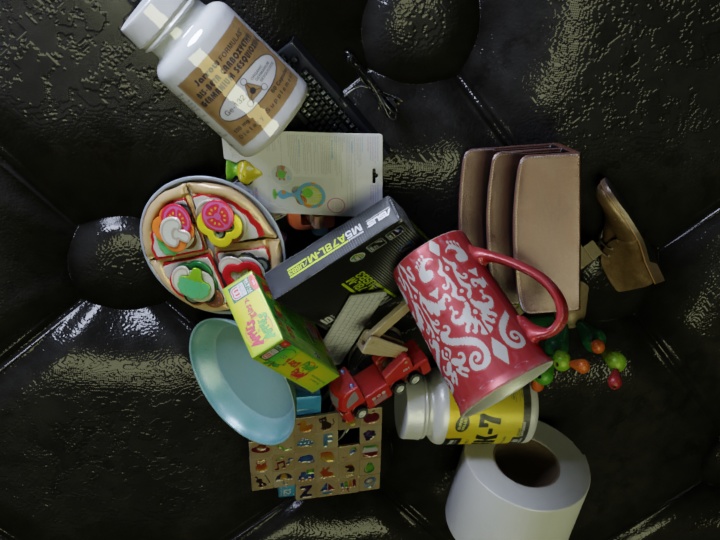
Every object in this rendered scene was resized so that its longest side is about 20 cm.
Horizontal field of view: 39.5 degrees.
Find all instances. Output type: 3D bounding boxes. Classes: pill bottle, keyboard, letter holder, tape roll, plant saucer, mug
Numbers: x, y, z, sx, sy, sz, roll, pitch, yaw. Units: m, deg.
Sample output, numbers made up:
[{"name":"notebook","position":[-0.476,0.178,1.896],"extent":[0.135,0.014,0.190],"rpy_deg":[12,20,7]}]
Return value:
[{"name":"pill bottle","position":[-0.164,-0.234,1.127],"extent":[0.114,0.115,0.200],"rpy_deg":[-41,113,18]},{"name":"keyboard","position":[-0.028,-0.205,1.234],"extent":[0.126,0.021,0.200],"rpy_deg":[-36,123,15]},{"name":"letter holder","position":[0.203,-0.054,1.292],"extent":[0.139,0.101,0.204],"rpy_deg":[-4,104,-5]},{"name":"pill bottle","position":[0.154,0.200,1.488],"extent":[0.196,0.115,0.116],"rpy_deg":[1,125,-10]},{"name":"tape roll","position":[0.240,0.343,1.548],"extent":[0.199,0.204,0.141],"rpy_deg":[4,124,-13]},{"name":"plant saucer","position":[-0.155,0.147,1.387],"extent":[0.036,0.198,0.203],"rpy_deg":[-37,139,-41]},{"name":"keyboard","position":[-0.022,0.084,1.387],"extent":[0.056,0.011,0.201],"rpy_deg":[-12,152,-29]},{"name":"mug","position":[0.151,0.053,1.257],"extent":[0.176,0.202,0.134],"rpy_deg":[-29,164,-7]}]

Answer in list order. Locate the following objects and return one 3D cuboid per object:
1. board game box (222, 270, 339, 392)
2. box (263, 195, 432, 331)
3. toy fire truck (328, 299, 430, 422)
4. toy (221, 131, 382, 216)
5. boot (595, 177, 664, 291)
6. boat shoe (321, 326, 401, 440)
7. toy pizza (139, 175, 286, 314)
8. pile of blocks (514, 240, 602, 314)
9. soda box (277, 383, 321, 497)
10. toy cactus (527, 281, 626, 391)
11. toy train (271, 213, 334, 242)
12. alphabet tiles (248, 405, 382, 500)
[{"name":"board game box","position":[-0.099,0.083,1.296],"extent":[0.047,0.103,0.200],"rpy_deg":[-31,154,7]},{"name":"box","position":[0.000,0.000,1.311],"extent":[0.192,0.048,0.200],"rpy_deg":[-33,153,10]},{"name":"toy fire truck","position":[0.036,0.110,1.373],"extent":[0.198,0.049,0.142],"rpy_deg":[-31,137,-8]},{"name":"toy","position":[-0.070,-0.130,1.254],"extent":[0.196,0.048,0.117],"rpy_deg":[0,126,1]},{"name":"boot","position":[0.356,-0.041,1.389],"extent":[0.075,0.074,0.201],"rpy_deg":[-22,128,18]},{"name":"boat shoe","position":[0.003,0.170,1.470],"extent":[0.072,0.063,0.201],"rpy_deg":[24,117,-24]},{"name":"toy pizza","position":[-0.192,-0.025,1.283],"extent":[0.196,0.032,0.203],"rpy_deg":[6,122,10]},{"name":"pile of blocks","position":[0.242,0.012,1.416],"extent":[0.199,0.082,0.063],"rpy_deg":[-37,83,6]},{"name":"soda box","position":[-0.095,0.243,1.500],"extent":[0.063,0.068,0.203],"rpy_deg":[-3,125,-9]},{"name":"toy cactus","position":[0.291,0.095,1.419],"extent":[0.198,0.167,0.102],"rpy_deg":[2,146,40]},{"name":"toy train","position":[-0.092,-0.015,1.331],"extent":[0.147,0.056,0.203],"rpy_deg":[-1,124,-9]},{"name":"alphabet tiles","position":[-0.066,0.276,1.483],"extent":[0.196,0.008,0.169],"rpy_deg":[-6,125,-9]}]
